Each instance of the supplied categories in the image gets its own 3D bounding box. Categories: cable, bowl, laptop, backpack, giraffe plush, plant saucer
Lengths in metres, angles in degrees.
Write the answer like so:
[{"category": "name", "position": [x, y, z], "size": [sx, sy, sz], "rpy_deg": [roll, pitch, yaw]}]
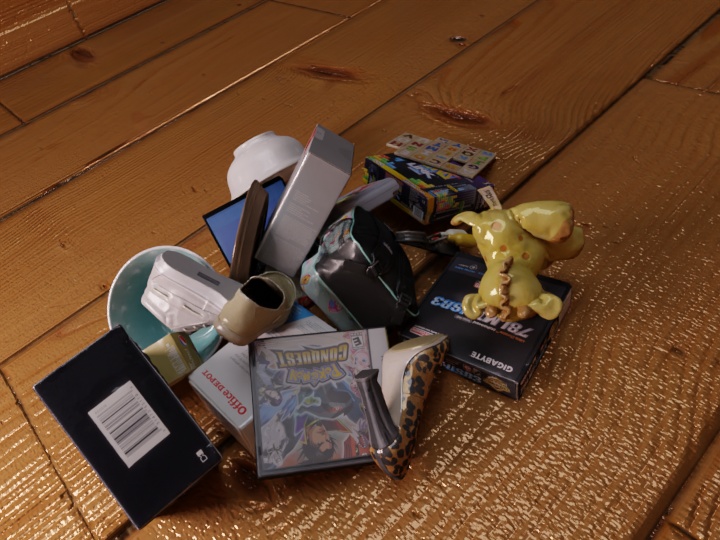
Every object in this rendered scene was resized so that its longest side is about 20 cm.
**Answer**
[{"category": "cable", "position": [0.114, -0.057, 0.983], "size": [0.096, 0.198, 0.051], "rpy_deg": [9, 88, 45]}, {"category": "bowl", "position": [-0.297, 0.062, 0.972], "size": [0.197, 0.205, 0.105], "rpy_deg": [-10, 0, 5]}, {"category": "laptop", "position": [-0.167, -0.058, 1.098], "size": [0.176, 0.104, 0.200], "rpy_deg": [-31, 44, -15]}, {"category": "backpack", "position": [0.000, 0.000, 0.936], "size": [0.152, 0.176, 0.201], "rpy_deg": [-34, 23, 24]}, {"category": "giraffe plush", "position": [0.219, -0.001, 0.827], "size": [0.171, 0.198, 0.165], "rpy_deg": [-20, 57, 44]}, {"category": "bowl", "position": [-0.198, -0.221, 1.212], "size": [0.199, 0.091, 0.201], "rpy_deg": [-30, 5, 3]}, {"category": "plant saucer", "position": [-0.182, -0.048, 0.978], "size": [0.029, 0.202, 0.202], "rpy_deg": [11, 44, -5]}]

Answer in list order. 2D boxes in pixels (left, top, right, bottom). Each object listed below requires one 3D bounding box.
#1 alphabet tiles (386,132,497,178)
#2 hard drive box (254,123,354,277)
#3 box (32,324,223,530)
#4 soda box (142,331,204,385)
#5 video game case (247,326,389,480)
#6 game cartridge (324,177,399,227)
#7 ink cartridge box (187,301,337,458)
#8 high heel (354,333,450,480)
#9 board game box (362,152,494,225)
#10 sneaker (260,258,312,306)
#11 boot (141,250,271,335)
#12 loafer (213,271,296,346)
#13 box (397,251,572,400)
[{"category": "alphabet tiles", "position": [0.159, -0.238, 1.189], "size": [0.197, 0.008, 0.167], "rpy_deg": [22, 33, 19]}, {"category": "hard drive box", "position": [-0.089, -0.116, 0.973], "size": [0.076, 0.201, 0.157], "rpy_deg": [27, 25, -12]}, {"category": "box", "position": [-0.277, 0.198, 0.736], "size": [0.117, 0.200, 0.197], "rpy_deg": [-38, 84, -22]}, {"category": "soda box", "position": [-0.339, 0.169, 0.888], "size": [0.198, 0.068, 0.065], "rpy_deg": [-31, 86, 3]}, {"category": "video game case", "position": [-0.046, 0.172, 0.793], "size": [0.196, 0.026, 0.184], "rpy_deg": [-4, 64, -12]}, {"category": "game cartridge", "position": [-0.020, -0.119, 1.096], "size": [0.132, 0.041, 0.200], "rpy_deg": [-35, 12, -16]}, {"category": "ink cartridge box", "position": [-0.131, 0.153, 0.879], "size": [0.199, 0.086, 0.144], "rpy_deg": [-39, 47, -26]}, {"category": "high heel", "position": [0.073, 0.173, 0.786], "size": [0.071, 0.145, 0.199], "rpy_deg": [-9, 9, 43]}, {"category": "board game box", "position": [0.126, -0.166, 1.124], "size": [0.163, 0.058, 0.200], "rpy_deg": [-16, 39, -31]}, {"category": "sneaker", "position": [-0.131, 0.051, 0.998], "size": [0.092, 0.071, 0.202], "rpy_deg": [14, 55, 2]}, {"category": "boot", "position": [-0.228, 0.059, 0.886], "size": [0.198, 0.096, 0.074], "rpy_deg": [32, 22, -3]}, {"category": "loafer", "position": [-0.132, 0.042, 0.834], "size": [0.075, 0.069, 0.200], "rpy_deg": [38, 21, -1]}, {"category": "box", "position": [0.190, 0.073, 0.898], "size": [0.198, 0.050, 0.199], "rpy_deg": [19, 52, 33]}]
